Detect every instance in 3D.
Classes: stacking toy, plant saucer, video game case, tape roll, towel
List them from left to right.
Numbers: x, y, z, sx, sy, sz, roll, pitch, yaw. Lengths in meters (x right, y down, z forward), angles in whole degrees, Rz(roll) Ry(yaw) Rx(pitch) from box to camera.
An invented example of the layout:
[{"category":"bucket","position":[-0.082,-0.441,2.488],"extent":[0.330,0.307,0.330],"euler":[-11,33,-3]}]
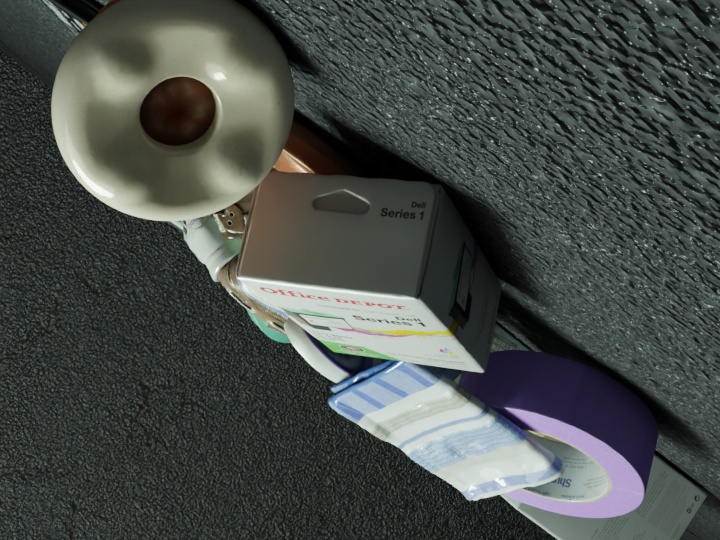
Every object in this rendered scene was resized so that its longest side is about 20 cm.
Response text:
[{"category":"video game case","position":[-0.225,-0.209,0.957],"extent":[0.180,0.026,0.200],"euler":[35,174,18]},{"category":"stacking toy","position":[-0.135,-0.141,0.615],"extent":[0.146,0.146,0.201],"euler":[40,-167,-40]},{"category":"plant saucer","position":[-0.038,-0.083,0.808],"extent":[0.199,0.033,0.200],"euler":[36,176,3]},{"category":"towel","position":[0.078,0.153,0.878],"extent":[0.199,0.024,0.146],"euler":[36,144,-16]},{"category":"tape roll","position":[0.182,0.162,0.905],"extent":[0.198,0.066,0.201],"euler":[18,148,12]}]

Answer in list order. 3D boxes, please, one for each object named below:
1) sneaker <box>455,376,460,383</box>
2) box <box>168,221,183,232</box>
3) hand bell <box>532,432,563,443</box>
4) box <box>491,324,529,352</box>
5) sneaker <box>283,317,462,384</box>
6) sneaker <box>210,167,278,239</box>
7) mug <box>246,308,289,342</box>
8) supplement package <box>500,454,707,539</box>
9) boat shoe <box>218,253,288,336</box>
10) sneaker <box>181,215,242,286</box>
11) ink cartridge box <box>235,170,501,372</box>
[{"category":"sneaker","position":[0.076,0.115,1.151],"extent":[0.199,0.075,0.085],"euler":[32,175,33]},{"category":"box","position":[-0.239,-0.134,1.195],"extent":[0.199,0.124,0.199],"euler":[34,173,16]},{"category":"hand bell","position":[0.170,0.146,1.008],"extent":[0.199,0.105,0.104],"euler":[37,176,-42]},{"category":"box","position":[0.103,0.058,1.107],"extent":[0.136,0.040,0.200],"euler":[36,175,-16]},{"category":"sneaker","position":[0.037,0.051,0.930],"extent":[0.199,0.147,0.081],"euler":[32,-162,-34]},{"category":"sneaker","position":[-0.114,-0.070,0.827],"extent":[0.199,0.076,0.070],"euler":[37,175,-13]},{"category":"mug","position":[-0.101,0.012,1.261],"extent":[0.186,0.113,0.154],"euler":[56,-157,-49]},{"category":"supplement package","position":[0.286,0.269,1.170],"extent":[0.199,0.153,0.151],"euler":[36,176,-9]},{"category":"boat shoe","position":[-0.066,0.036,0.991],"extent":[0.072,0.073,0.200],"euler":[-6,143,44]},{"category":"sneaker","position":[-0.160,-0.037,1.097],"extent":[0.100,0.075,0.200],"euler":[52,175,2]},{"category":"ink cartridge box","position":[0.014,0.007,0.715],"extent":[0.143,0.085,0.200],"euler":[6,162,23]}]
